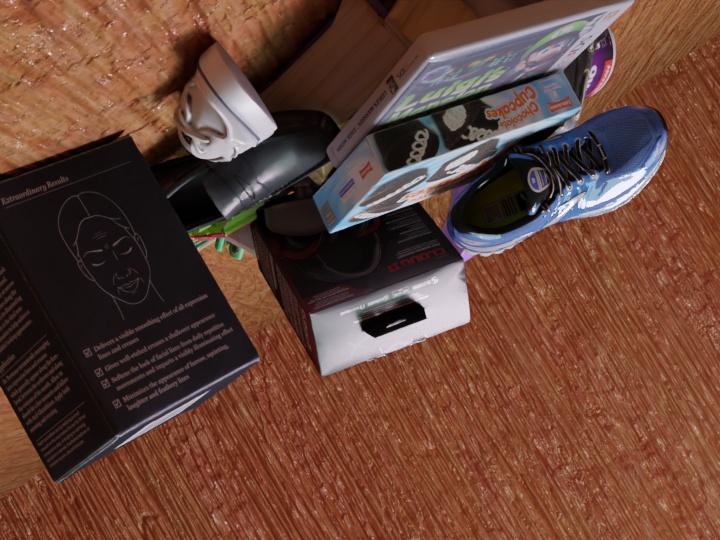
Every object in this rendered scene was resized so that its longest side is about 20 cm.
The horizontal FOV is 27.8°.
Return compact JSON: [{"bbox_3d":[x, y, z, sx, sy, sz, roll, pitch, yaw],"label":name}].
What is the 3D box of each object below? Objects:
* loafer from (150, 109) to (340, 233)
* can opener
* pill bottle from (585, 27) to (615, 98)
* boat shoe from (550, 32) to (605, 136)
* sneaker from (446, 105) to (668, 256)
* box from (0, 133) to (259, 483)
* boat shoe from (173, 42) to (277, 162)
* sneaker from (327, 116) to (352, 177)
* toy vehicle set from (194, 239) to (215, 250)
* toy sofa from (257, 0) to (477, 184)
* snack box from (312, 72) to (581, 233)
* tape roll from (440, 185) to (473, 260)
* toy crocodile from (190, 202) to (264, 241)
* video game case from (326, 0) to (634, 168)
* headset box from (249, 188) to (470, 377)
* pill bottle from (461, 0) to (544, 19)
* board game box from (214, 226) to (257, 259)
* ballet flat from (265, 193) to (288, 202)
[{"bbox_3d":[-0.105,-0.073,1.204,0.198,0.068,0.071,-20,-138,22],"label":"loafer"},{"bbox_3d":[0.011,-0.071,1.302,0.197,0.068,0.053,-7,177,-5],"label":"can opener"},{"bbox_3d":[0.217,-0.239,1.635,0.112,0.113,0.199,-35,175,34],"label":"pill bottle"},{"bbox_3d":[0.181,-0.216,1.289,0.063,0.203,0.070,19,170,-28],"label":"boat shoe"},{"bbox_3d":[0.159,-0.071,1.180,0.198,0.079,0.089,-29,173,9],"label":"sneaker"},{"bbox_3d":[-0.197,0.026,1.075,0.148,0.202,0.107,-26,174,-45],"label":"box"},{"bbox_3d":[-0.104,-0.111,1.074,0.065,0.074,0.200,-36,174,-2],"label":"boat shoe"},{"bbox_3d":[-0.014,-0.121,1.386,0.071,0.081,0.200,-31,-177,-24],"label":"sneaker"},{"bbox_3d":[-0.140,-0.068,1.558,0.199,0.027,0.124,-33,176,-1],"label":"toy vehicle set"},{"bbox_3d":[-0.005,-0.168,1.197,0.200,0.097,0.083,-39,-165,47],"label":"toy sofa"},{"bbox_3d":[0.069,-0.094,1.165,0.198,0.037,0.116,-21,169,-29],"label":"snack box"},{"bbox_3d":[0.049,-0.092,1.489,0.199,0.201,0.065,-35,174,33],"label":"tape roll"},{"bbox_3d":[-0.139,-0.054,1.339,0.067,0.062,0.199,-30,-166,-25],"label":"toy crocodile"},{"bbox_3d":[0.090,-0.148,1.117,0.198,0.024,0.182,-20,167,-30],"label":"video game case"},{"bbox_3d":[0.000,0.000,1.305,0.147,0.200,0.076,-19,128,-12],"label":"headset box"},{"bbox_3d":[0.097,-0.201,1.244,0.110,0.112,0.200,-28,173,-44],"label":"pill bottle"},{"bbox_3d":[-0.028,-0.016,1.553,0.199,0.199,0.026,-26,139,-56],"label":"board game box"},{"bbox_3d":[-0.089,-0.096,1.369,0.071,0.072,0.200,-31,175,-15],"label":"ballet flat"}]
